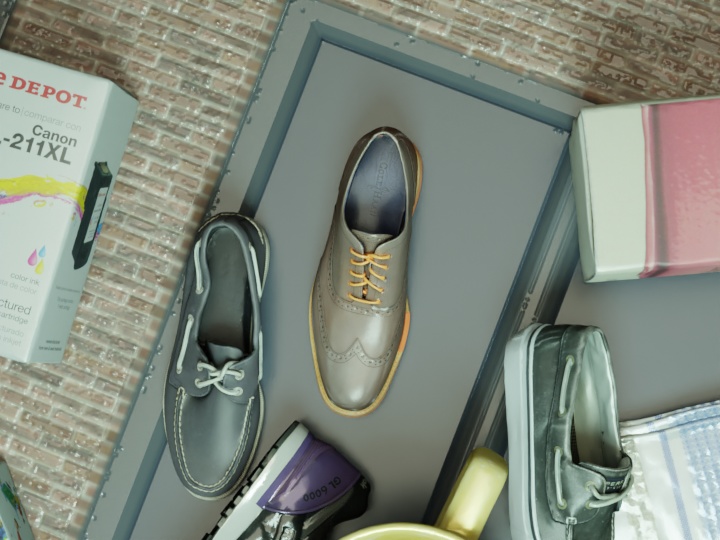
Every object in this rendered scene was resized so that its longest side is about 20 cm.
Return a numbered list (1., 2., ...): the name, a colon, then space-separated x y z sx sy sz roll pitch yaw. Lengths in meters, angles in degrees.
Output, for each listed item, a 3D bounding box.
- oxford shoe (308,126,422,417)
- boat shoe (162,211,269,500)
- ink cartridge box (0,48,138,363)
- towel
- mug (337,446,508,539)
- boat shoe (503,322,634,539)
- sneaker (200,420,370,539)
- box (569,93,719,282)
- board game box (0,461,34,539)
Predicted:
1. oxford shoe: 0.000 0.000 1.063 0.071 0.073 0.201 5 87 4
2. boat shoe: -0.101 0.059 1.073 0.072 0.063 0.201 6 87 5
3. ink cartridge box: -0.256 -0.051 1.082 0.145 0.083 0.201 16 88 6
4. towel: 0.222 0.166 1.062 0.199 0.024 0.147 -15 88 5
5. mug: 0.045 0.221 1.007 0.186 0.153 0.150 -32 84 1
6. boat shoe: 0.139 0.132 1.012 0.071 0.072 0.201 -12 87 46
7. sneaker: -0.071 0.207 1.059 0.087 0.076 0.200 37 90 0
8. box: 0.242 -0.055 1.021 0.199 0.128 0.109 -5 87 5
9. board game box: -0.282 0.252 1.076 0.147 0.064 0.200 -23 84 2
